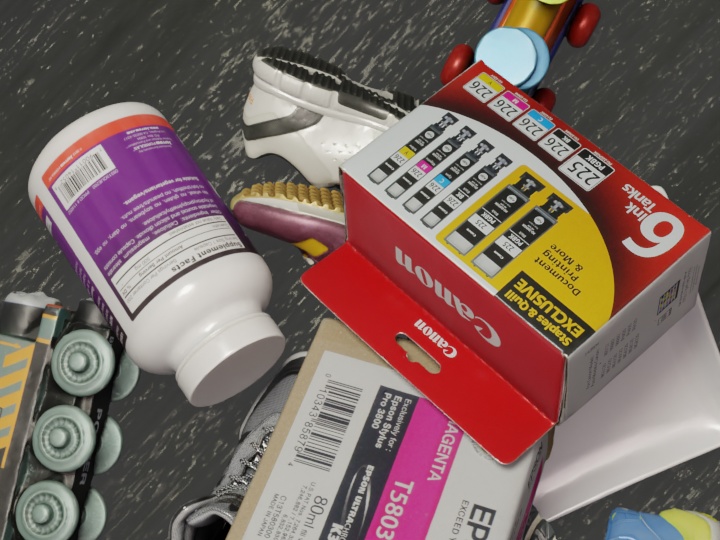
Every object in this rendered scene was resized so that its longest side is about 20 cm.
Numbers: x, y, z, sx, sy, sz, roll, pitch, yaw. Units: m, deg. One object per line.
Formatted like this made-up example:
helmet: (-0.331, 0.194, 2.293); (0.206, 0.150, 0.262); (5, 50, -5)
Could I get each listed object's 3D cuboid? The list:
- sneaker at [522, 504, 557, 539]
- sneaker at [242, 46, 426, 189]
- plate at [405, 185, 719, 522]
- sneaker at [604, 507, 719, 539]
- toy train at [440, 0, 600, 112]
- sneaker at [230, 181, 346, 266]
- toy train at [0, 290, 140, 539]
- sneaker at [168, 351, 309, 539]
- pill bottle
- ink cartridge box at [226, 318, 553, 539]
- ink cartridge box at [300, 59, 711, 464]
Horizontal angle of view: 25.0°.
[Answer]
sneaker: (0.067, 0.174, 1.110); (0.078, 0.086, 0.200); (-42, 70, -12)
sneaker: (0.008, -0.089, 1.163); (0.198, 0.074, 0.081); (23, 113, -1)
plate: (0.146, 0.064, 1.127); (0.198, 0.032, 0.201); (-24, 108, -2)
sneaker: (0.183, 0.257, 1.123); (0.104, 0.076, 0.202); (15, 78, 15)
toy train: (0.133, -0.199, 1.136); (0.084, 0.116, 0.201); (28, 86, 3)
sneaker: (0.000, 0.000, 1.134); (0.198, 0.075, 0.091); (15, 102, -5)
toy train: (-0.228, 0.112, 1.138); (0.113, 0.085, 0.202); (12, 85, 12)
sneaker: (-0.069, 0.148, 1.107); (0.075, 0.114, 0.201); (22, 87, 12)
pill bottle: (-0.135, -0.010, 1.109); (0.112, 0.113, 0.201); (-35, 71, -2)
ink cartridge box: (0.019, 0.146, 1.014); (0.163, 0.075, 0.201); (14, 56, 13)
ink cartridge box: (0.084, -0.008, 1.017); (0.175, 0.084, 0.200); (-38, 61, -22)
